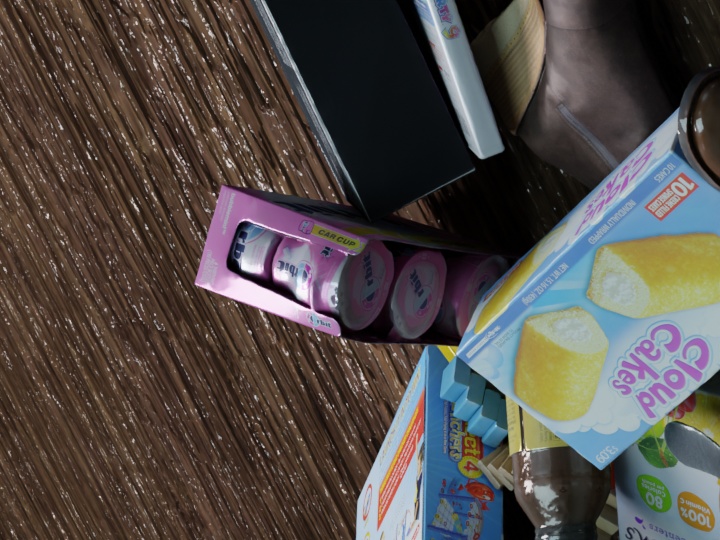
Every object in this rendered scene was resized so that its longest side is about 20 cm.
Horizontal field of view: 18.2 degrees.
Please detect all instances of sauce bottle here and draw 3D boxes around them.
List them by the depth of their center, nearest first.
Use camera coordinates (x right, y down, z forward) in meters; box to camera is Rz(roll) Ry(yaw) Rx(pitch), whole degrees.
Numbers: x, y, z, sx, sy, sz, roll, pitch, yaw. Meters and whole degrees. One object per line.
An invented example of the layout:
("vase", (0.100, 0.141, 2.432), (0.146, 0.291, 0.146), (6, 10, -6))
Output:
("sauce bottle", (0.123, 0.106, 1.398), (0.065, 0.065, 0.201), (-19, 69, 54))

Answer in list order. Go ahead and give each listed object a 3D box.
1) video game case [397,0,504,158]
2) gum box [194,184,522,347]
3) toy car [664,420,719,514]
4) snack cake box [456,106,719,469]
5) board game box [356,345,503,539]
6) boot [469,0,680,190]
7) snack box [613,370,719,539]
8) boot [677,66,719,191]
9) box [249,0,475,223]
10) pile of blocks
("video game case", (0.033, -0.174, 1.344), (0.143, 0.018, 0.201), (-121, 10, -73))
("gum box", (0.000, 0.000, 1.395), (0.113, 0.200, 0.066), (19, 97, 33))
("toy car", (0.260, 0.117, 1.241), (0.164, 0.158, 0.200), (54, 150, -11))
("snack cake box", (0.162, 0.010, 1.275), (0.115, 0.067, 0.200), (39, 127, -7))
("board game box", (0.044, 0.189, 1.533), (0.056, 0.196, 0.200), (11, 140, -9))
("boot", (0.159, -0.112, 1.275), (0.166, 0.072, 0.200), (46, 146, 2))
("snack box", (0.226, 0.147, 1.388), (0.142, 0.053, 0.201), (21, 130, 42))
("boot", (0.280, -0.049, 1.097), (0.200, 0.186, 0.064), (12, 86, 49))
("box", (-0.012, -0.140, 1.386), (0.201, 0.079, 0.141), (64, 175, -10))
("pile of blocks", (0.109, 0.089, 1.461), (0.200, 0.082, 0.062), (49, 141, 12))
